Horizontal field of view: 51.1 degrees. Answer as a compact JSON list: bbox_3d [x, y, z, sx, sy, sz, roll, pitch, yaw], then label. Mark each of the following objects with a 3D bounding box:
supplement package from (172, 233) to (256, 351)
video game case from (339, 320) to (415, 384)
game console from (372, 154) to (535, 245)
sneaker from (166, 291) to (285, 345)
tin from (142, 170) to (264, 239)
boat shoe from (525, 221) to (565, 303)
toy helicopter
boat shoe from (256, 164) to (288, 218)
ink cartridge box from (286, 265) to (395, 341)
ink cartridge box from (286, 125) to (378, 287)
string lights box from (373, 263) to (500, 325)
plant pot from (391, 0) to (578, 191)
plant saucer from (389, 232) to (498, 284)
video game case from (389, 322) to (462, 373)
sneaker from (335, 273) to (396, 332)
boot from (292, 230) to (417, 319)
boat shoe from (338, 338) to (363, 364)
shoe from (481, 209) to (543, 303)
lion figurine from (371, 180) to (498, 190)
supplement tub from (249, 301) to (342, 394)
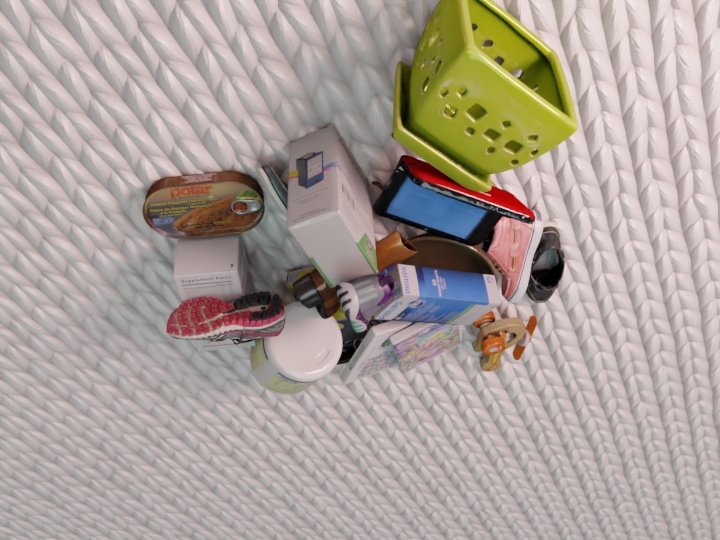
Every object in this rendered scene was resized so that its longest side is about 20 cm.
[{"bbox_3d":[-0.251,0.035,1.332,0.113,0.110,0.201,-5,136,-1],"label":"supplement package"},{"bbox_3d":[0.072,0.142,1.465,0.199,0.024,0.182,-15,150,-34],"label":"video game case"},{"bbox_3d":[0.137,-0.086,1.152,0.199,0.173,0.119,17,109,-15],"label":"game console"},{"bbox_3d":[-0.224,0.093,1.258,0.198,0.081,0.075,-4,138,-3],"label":"sneaker"},{"bbox_3d":[-0.257,-0.109,1.239,0.198,0.042,0.112,-5,140,-1],"label":"tin"},{"bbox_3d":[0.342,0.004,1.394,0.074,0.066,0.200,-4,136,-4],"label":"boat shoe"},{"bbox_3d":[0.292,0.153,1.554,0.131,0.079,0.201,-10,147,-9],"label":"toy helicopter"},{"bbox_3d":[-0.102,-0.110,1.243,0.062,0.073,0.200,-38,131,-2],"label":"boat shoe"},{"bbox_3d":[-0.007,0.055,1.409,0.199,0.047,0.198,-11,136,21],"label":"ink cartridge box"},{"bbox_3d":[-0.042,-0.100,1.154,0.087,0.201,0.146,-18,136,17],"label":"ink cartridge box"},{"bbox_3d":[0.128,0.046,1.288,0.199,0.059,0.103,7,151,-28],"label":"string lights box"},{"bbox_3d":[0.153,-0.239,1.030,0.199,0.200,0.181,30,130,-24],"label":"plant pot"},{"bbox_3d":[0.150,-0.003,1.356,0.198,0.030,0.201,11,144,8],"label":"plant saucer"},{"bbox_3d":[0.132,0.136,1.467,0.142,0.018,0.200,-27,155,-3],"label":"video game case"},{"bbox_3d":[0.018,0.046,1.155,0.087,0.075,0.200,-21,174,0],"label":"sneaker"},{"bbox_3d":[0.000,0.000,1.266,0.199,0.069,0.188,-29,158,7],"label":"boot"},{"bbox_3d":[-0.004,0.153,1.513,0.198,0.062,0.075,-9,135,4],"label":"boat shoe"},{"bbox_3d":[0.260,-0.025,1.358,0.090,0.072,0.201,2,130,-6],"label":"shoe"},{"bbox_3d":[0.129,-0.129,1.245,0.198,0.073,0.123,-5,151,19],"label":"lion figurine"},{"bbox_3d":[-0.127,0.151,1.405,0.144,0.146,0.200,11,158,-17],"label":"supplement tub"}]
